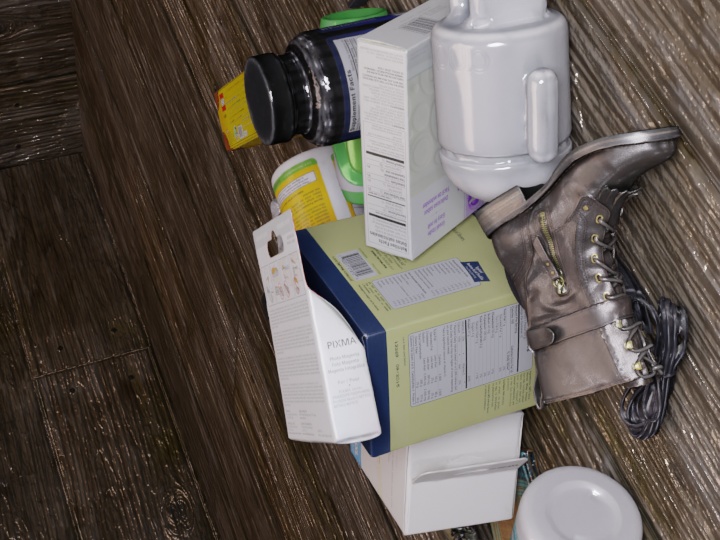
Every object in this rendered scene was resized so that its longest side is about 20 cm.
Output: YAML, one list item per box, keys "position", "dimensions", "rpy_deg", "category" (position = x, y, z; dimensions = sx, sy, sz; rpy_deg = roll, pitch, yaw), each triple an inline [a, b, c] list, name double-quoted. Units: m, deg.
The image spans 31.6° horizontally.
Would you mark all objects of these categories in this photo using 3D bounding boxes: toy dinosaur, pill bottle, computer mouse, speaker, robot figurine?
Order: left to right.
- position: [-0.029, -0.040, 1.552]
  dimensions: [0.111, 0.110, 0.203]
  rpy_deg: [121, 133, -65]
  category: "pill bottle"
- position: [-0.008, -0.185, 1.242]
  dimensions: [0.112, 0.197, 0.114]
  rpy_deg: [165, 90, -71]
  category: "pill bottle"
- position: [0.005, -0.179, 1.390]
  dimensions: [0.088, 0.087, 0.203]
  rpy_deg: [-146, 45, -63]
  category: "speaker"
- position: [0.117, 0.309, 1.457]
  dimensions: [0.201, 0.047, 0.089]
  rpy_deg: [-113, 17, -57]
  category: "toy dinosaur"
- position: [0.116, -0.143, 1.043]
  dimensions: [0.170, 0.111, 0.203]
  rpy_deg: [-131, 32, -64]
  category: "robot figurine"
- position: [0.183, 0.278, 1.155]
  dimensions: [0.202, 0.109, 0.111]
  rpy_deg: [96, 153, -45]
  category: "pill bottle"
- position: [0.197, 0.030, 1.043]
  dimensions: [0.200, 0.052, 0.140]
  rpy_deg: [44, 143, 38]
  category: "computer mouse"

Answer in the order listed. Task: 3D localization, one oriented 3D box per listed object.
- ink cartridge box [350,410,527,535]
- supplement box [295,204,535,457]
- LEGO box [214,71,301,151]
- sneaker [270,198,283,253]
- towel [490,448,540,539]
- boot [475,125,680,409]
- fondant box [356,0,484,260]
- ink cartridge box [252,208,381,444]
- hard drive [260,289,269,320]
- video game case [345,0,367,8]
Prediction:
- position: [0.078, 0.176, 1.325]
  dimensions: [0.200, 0.127, 0.127]
  rpy_deg: [-129, 38, -61]
  category: "ink cartridge box"
- position: [0.059, 0.042, 1.210]
  dimensions: [0.200, 0.197, 0.136]
  rpy_deg: [-130, 31, -52]
  category: "supplement box"
- position: [-0.078, -0.204, 1.517]
  dimensions: [0.200, 0.147, 0.078]
  rpy_deg: [175, 81, -71]
  category: "LEGO box"
- position: [-0.071, -0.033, 1.745]
  dimensions: [0.200, 0.074, 0.117]
  rpy_deg: [-138, 37, -68]
  category: "sneaker"
- position: [0.170, 0.286, 1.340]
  dimensions: [0.146, 0.021, 0.203]
  rpy_deg: [161, 95, -71]
  category: "towel"
- position: [0.185, 0.001, 0.953]
  dimensions: [0.199, 0.069, 0.176]
  rpy_deg: [-31, 77, 41]
  category: "boot"
- position: [0.062, -0.133, 1.156]
  dimensions: [0.058, 0.144, 0.203]
  rpy_deg: [19, 127, 31]
  category: "fondant box"
- position: [-0.043, 0.053, 1.143]
  dimensions: [0.162, 0.056, 0.203]
  rpy_deg: [161, 102, -72]
  category: "ink cartridge box"
- position: [0.000, 0.000, 1.353]
  dimensions: [0.140, 0.197, 0.033]
  rpy_deg: [127, 126, -67]
  category: "hard drive"
- position: [-0.006, -0.407, 1.355]
  dimensions: [0.181, 0.025, 0.203]
  rpy_deg: [153, 102, -71]
  category: "video game case"
